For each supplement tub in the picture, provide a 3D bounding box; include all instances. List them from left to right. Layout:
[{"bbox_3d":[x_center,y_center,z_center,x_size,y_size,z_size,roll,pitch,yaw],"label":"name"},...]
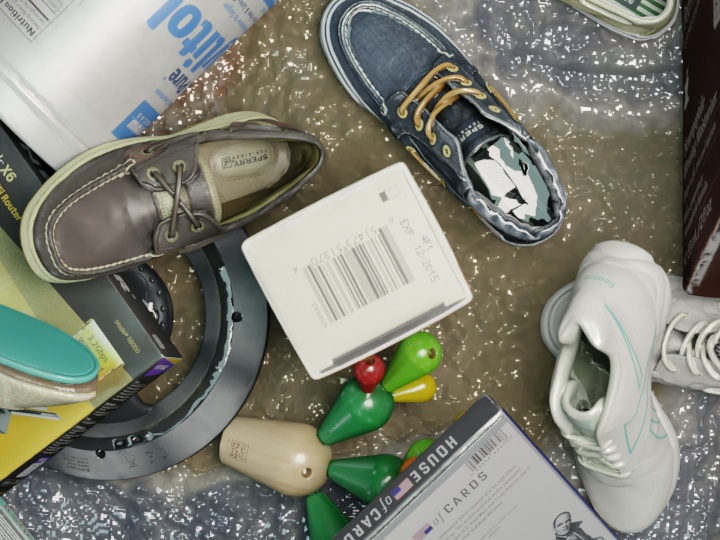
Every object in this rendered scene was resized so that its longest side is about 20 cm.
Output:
[{"bbox_3d":[-0.140,-0.163,1.138,0.200,0.132,0.132,-45,90,1],"label":"supplement tub"}]

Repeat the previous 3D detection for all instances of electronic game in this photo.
[{"bbox_3d":[-0.154,0.029,1.182,0.199,0.042,0.201,-1,86,7],"label":"electronic game"}]

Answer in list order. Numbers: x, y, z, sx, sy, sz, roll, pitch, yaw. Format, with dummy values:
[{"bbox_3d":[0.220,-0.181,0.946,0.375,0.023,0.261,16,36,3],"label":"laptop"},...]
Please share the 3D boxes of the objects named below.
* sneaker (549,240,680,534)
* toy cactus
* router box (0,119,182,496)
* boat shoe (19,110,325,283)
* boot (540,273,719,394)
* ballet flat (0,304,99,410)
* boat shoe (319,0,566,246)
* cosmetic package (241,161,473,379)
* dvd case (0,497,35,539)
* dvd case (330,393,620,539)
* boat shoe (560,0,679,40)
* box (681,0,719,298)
[{"bbox_3d":[0.141,0.083,1.128,0.070,0.080,0.201,11,129,29],"label":"sneaker"},{"bbox_3d":[-0.009,0.130,1.156,0.165,0.102,0.201,14,114,18],"label":"toy cactus"},{"bbox_3d":[-0.228,0.020,1.145,0.157,0.052,0.200,-37,82,4],"label":"router box"},{"bbox_3d":[-0.105,-0.048,1.111,0.200,0.065,0.073,-30,110,-37],"label":"boat shoe"},{"bbox_3d":[0.211,0.038,1.152,0.199,0.096,0.074,4,90,1],"label":"boot"},{"bbox_3d":[-0.238,0.043,1.095,0.200,0.067,0.062,24,117,12],"label":"ballet flat"},{"bbox_3d":[0.054,-0.097,1.156,0.071,0.091,0.200,-44,90,0],"label":"boat shoe"},{"bbox_3d":[0.000,0.000,1.103,0.103,0.200,0.087,-28,90,2],"label":"cosmetic package"},{"bbox_3d":[-0.267,0.249,1.194,0.200,0.022,0.146,-40,90,-1],"label":"dvd case"},{"bbox_3d":[0.067,0.174,1.121,0.150,0.200,0.025,-43,45,-1],"label":"dvd case"},{"bbox_3d":[0.109,-0.208,1.169,0.200,0.062,0.072,28,90,1],"label":"boat shoe"},{"bbox_3d":[0.276,-0.098,1.091,0.164,0.166,0.201,3,70,1],"label":"box"}]
